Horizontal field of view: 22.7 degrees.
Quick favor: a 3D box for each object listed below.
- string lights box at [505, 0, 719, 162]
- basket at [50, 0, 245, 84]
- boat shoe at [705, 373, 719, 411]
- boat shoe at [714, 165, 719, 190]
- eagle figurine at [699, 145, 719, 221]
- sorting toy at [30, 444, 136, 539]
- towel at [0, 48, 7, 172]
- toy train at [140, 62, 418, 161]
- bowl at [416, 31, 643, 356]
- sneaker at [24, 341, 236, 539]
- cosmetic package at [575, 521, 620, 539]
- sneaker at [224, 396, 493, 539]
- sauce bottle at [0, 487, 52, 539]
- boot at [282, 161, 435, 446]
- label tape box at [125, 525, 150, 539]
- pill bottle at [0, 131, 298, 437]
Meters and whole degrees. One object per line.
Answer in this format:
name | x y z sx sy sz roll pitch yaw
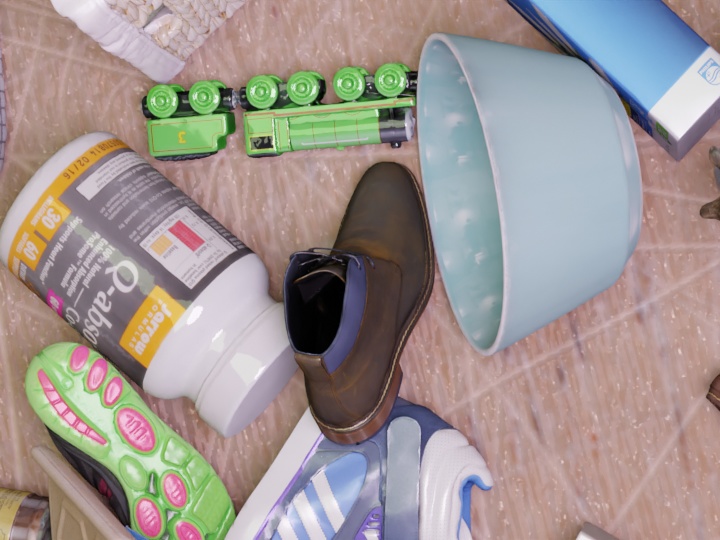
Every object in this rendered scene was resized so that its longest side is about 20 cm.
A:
string lights box | 0.150 -0.164 1.143 0.200 0.103 0.059 45 94 11
basket | -0.154 -0.255 1.161 0.160 0.198 0.201 -39 80 4
boat shoe | 0.282 0.147 1.115 0.067 0.072 0.200 -42 83 4
boat shoe | 0.296 0.002 1.122 0.062 0.072 0.201 -29 81 2
eagle figurine | 0.305 -0.055 1.055 0.198 0.151 0.153 -14 62 -8
sorting toy | -0.155 0.226 1.130 0.036 0.185 0.202 -14 110 -24
towel | -0.316 -0.155 1.204 0.085 0.165 0.203 -8 85 16
toy train | -0.053 -0.105 1.213 0.197 0.042 0.057 -4 96 11
bowl | 0.108 -0.054 1.115 0.104 0.201 0.203 -9 85 -9
sneaker | -0.150 0.130 1.204 0.076 0.084 0.201 -35 97 -11
cosmetic package | 0.204 0.253 1.124 0.199 0.073 0.104 28 92 10
sneaker | 0.000 0.181 1.163 0.146 0.081 0.201 30 87 15
sauce bottle | -0.303 0.173 1.232 0.198 0.065 0.066 6 88 13
boot | 0.000 0.000 1.137 0.074 0.097 0.202 0 62 17
label tape box | -0.088 0.271 1.141 0.198 0.063 0.145 26 134 9
pill bottle | -0.132 0.010 1.182 0.200 0.116 0.117 39 94 11
